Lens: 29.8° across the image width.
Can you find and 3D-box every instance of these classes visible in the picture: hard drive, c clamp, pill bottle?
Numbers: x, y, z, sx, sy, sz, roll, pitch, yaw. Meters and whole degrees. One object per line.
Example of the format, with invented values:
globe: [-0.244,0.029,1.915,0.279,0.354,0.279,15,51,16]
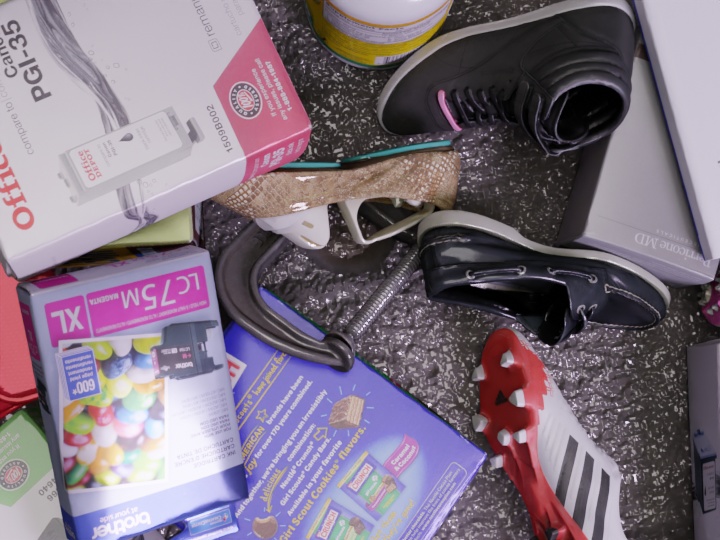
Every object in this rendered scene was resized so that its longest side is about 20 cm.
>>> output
hard drive: [0.274,-0.121,0.934,0.131,0.025,0.202,-15,88,-7]
c clamp: [0.000,0.000,0.949,0.171,0.027,0.200,42,53,7]
pill bottle: [0.016,-0.213,0.922,0.112,0.200,0.114,0,86,-3]

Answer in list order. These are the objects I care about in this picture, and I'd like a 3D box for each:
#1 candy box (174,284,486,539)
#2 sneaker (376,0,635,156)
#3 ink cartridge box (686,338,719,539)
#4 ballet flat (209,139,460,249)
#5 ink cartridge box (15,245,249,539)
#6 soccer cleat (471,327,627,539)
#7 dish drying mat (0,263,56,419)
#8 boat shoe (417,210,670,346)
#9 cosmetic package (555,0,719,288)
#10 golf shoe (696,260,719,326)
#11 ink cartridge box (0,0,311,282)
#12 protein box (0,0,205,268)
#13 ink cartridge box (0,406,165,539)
candy box: [-0.040,0.136,0.955,0.199,0.077,0.170,37,85,0]
sneaker: [0.100,-0.120,0.946,0.198,0.071,0.100,-18,43,19]
ink cartridge box: [0.317,0.149,0.965,0.145,0.086,0.202,-1,84,-3]
ballet flat: [-0.015,-0.048,0.926,0.198,0.070,0.066,-9,94,-24]
ink cartridge box: [-0.138,0.095,0.855,0.118,0.042,0.202,-14,106,-26]
soccer cleat: [0.143,0.135,0.974,0.085,0.069,0.202,-8,70,-35]
dish drying mat: [-0.243,-0.011,0.851,0.076,0.018,0.201,-27,92,-4]
boat shoe: [0.130,0.019,0.952,0.198,0.074,0.067,21,56,-21]
cosmetic package: [0.223,-0.097,0.981,0.106,0.090,0.202,16,82,-4]
golf shoe: [0.311,-0.046,0.983,0.091,0.075,0.202,17,82,0]
ink cartridge box: [-0.151,-0.100,0.819,0.199,0.083,0.148,-25,88,-13]
protein box: [-0.213,-0.106,0.935,0.196,0.135,0.202,-4,86,-3]
ink cartridge box: [-0.214,0.216,0.936,0.145,0.084,0.200,-43,88,-5]
